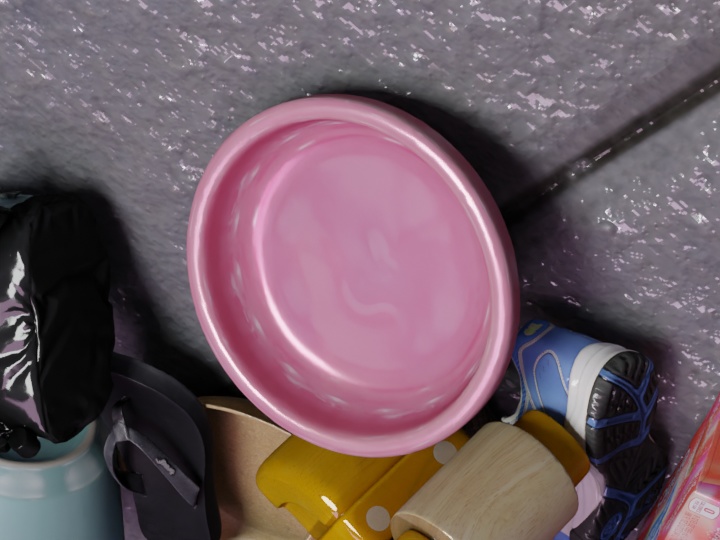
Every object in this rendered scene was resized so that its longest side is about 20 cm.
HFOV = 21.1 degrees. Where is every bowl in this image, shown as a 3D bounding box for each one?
[{"bbox_3d":[-0.244,0.133,1.303,0.200,0.201,0.105,25,122,5],"label":"bowl"}]

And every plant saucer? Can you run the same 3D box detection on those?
[{"bbox_3d":[-0.068,0.146,1.312,0.200,0.035,0.200,18,141,15],"label":"plant saucer"},{"bbox_3d":[0.000,0.000,1.050,0.200,0.051,0.201,10,112,27],"label":"plant saucer"}]

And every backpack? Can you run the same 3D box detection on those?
[{"bbox_3d":[-0.251,0.028,1.203,0.200,0.127,0.167,1,93,32],"label":"backpack"}]

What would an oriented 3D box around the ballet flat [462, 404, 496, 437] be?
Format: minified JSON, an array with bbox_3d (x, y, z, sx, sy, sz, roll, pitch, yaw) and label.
[{"bbox_3d":[0.018,0.058,1.154,0.067,0.046,0.200,-10,128,39],"label":"ballet flat"}]

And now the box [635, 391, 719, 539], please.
[{"bbox_3d":[0.218,0.162,1.108,0.102,0.095,0.200,24,141,5],"label":"box"}]

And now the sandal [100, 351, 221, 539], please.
[{"bbox_3d":[-0.132,0.132,1.271,0.076,0.043,0.200,10,137,23],"label":"sandal"}]

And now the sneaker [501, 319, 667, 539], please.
[{"bbox_3d":[0.128,0.102,1.129,0.077,0.076,0.200,32,145,31],"label":"sneaker"}]

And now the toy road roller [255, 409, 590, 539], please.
[{"bbox_3d":[0.023,0.130,1.099,0.146,0.123,0.200,45,153,6],"label":"toy road roller"}]

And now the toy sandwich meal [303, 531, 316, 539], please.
[{"bbox_3d":[0.047,0.223,1.235,0.205,0.070,0.206,0,115,-1],"label":"toy sandwich meal"}]
